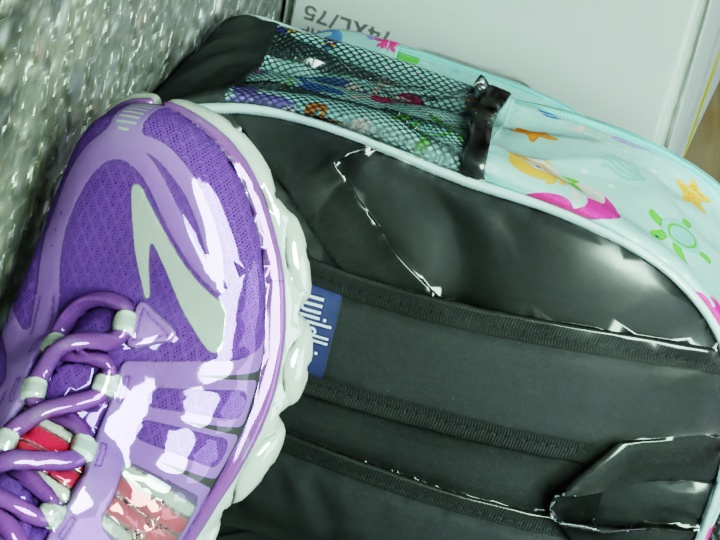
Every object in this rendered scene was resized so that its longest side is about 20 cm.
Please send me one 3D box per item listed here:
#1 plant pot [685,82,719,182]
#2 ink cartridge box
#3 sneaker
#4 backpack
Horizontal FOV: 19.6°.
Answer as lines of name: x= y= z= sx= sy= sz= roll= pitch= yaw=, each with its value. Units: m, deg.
plant pot: x=0.106 y=-0.032 z=0.994 sx=0.201 sy=0.093 sz=0.201 roll=-38 pitch=140 yaw=-41
ink cartridge box: x=0.075 y=-0.128 z=0.788 sx=0.200 sy=0.146 sz=0.146 roll=-56 pitch=162 yaw=-55
sneaker: x=-0.073 y=0.053 z=0.529 sx=0.083 sy=0.081 sz=0.200 roll=15 pitch=90 yaw=-67
backpack: x=0.025 y=0.023 z=0.661 sx=0.151 sy=0.200 sz=0.178 roll=-52 pitch=157 yaw=-59
